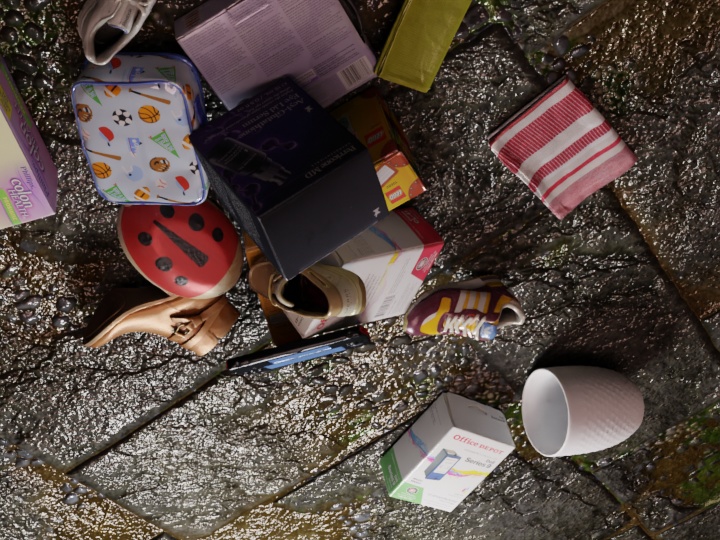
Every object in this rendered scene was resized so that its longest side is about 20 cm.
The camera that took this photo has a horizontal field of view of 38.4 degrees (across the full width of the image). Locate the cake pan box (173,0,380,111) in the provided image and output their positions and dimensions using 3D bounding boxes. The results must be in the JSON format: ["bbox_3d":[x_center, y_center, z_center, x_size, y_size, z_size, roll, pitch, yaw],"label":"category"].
[{"bbox_3d":[-0.093,-0.268,1.238,0.199,0.053,0.184,-29,134,12],"label":"cake pan box"}]

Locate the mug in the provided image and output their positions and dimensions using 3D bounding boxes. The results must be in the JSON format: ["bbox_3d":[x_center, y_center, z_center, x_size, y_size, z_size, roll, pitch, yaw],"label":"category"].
[{"bbox_3d":[0.377,0.243,1.782,0.174,0.149,0.200,-1,163,-23],"label":"mug"}]

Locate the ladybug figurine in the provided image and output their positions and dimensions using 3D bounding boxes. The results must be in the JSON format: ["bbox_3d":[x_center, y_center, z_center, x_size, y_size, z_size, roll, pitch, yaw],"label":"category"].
[{"bbox_3d":[-0.235,-0.034,1.372,0.199,0.072,0.136,37,89,-31],"label":"ladybug figurine"}]

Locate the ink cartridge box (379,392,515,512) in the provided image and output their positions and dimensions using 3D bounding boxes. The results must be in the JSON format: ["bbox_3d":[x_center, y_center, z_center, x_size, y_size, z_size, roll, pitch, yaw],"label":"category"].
[{"bbox_3d":[0.151,0.321,1.816,0.144,0.088,0.200,22,121,-30],"label":"ink cartridge box"}]

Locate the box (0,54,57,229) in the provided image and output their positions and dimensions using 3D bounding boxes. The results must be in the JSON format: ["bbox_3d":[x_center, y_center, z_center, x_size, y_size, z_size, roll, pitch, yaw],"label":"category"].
[{"bbox_3d":[-0.486,-0.134,1.222,0.198,0.097,0.177,-15,133,0],"label":"box"}]

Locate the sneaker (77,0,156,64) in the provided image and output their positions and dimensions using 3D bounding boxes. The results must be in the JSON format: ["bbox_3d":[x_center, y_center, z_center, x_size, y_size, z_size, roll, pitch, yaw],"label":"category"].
[{"bbox_3d":[-0.246,-0.307,1.135,0.074,0.087,0.200,21,122,-28],"label":"sneaker"}]

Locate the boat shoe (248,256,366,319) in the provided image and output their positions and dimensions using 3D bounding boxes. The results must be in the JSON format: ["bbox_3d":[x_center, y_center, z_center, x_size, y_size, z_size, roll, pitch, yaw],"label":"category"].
[{"bbox_3d":[-0.083,0.019,1.325,0.066,0.199,0.075,-15,107,-44],"label":"boat shoe"}]

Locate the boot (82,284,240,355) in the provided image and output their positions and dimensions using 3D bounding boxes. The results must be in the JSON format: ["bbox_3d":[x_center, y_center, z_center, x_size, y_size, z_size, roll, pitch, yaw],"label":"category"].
[{"bbox_3d":[-0.284,0.078,1.480,0.199,0.074,0.155,-36,126,14],"label":"boot"}]

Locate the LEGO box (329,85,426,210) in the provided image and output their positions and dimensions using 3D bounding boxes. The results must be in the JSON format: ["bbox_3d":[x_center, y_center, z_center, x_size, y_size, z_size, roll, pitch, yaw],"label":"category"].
[{"bbox_3d":[-0.034,-0.122,1.318,0.199,0.150,0.077,-28,133,12],"label":"LEGO box"}]

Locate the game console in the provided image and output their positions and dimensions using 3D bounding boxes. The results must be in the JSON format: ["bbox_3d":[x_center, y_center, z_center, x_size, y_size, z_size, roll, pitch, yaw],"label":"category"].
[{"bbox_3d":[-0.084,0.115,1.476,0.198,0.031,0.177,-15,176,1],"label":"game console"}]

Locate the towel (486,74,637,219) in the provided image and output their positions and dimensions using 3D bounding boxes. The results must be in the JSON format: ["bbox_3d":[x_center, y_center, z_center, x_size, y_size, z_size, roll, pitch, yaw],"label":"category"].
[{"bbox_3d":[0.285,-0.168,1.450,0.144,0.023,0.200,-38,130,18],"label":"towel"}]

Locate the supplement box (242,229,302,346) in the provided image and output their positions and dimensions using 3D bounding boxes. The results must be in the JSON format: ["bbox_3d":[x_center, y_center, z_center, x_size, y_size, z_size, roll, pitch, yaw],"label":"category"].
[{"bbox_3d":[-0.117,0.015,1.478,0.068,0.067,0.201,-15,134,-1],"label":"supplement box"}]

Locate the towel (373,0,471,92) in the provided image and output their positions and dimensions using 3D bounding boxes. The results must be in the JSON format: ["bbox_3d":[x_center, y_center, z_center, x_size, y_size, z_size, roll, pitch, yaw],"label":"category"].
[{"bbox_3d":[0.091,-0.313,1.237,0.085,0.018,0.201,12,116,-31],"label":"towel"}]

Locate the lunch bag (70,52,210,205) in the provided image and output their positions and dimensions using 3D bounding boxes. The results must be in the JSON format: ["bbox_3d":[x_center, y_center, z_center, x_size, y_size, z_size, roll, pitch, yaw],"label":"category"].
[{"bbox_3d":[-0.254,-0.166,1.251,0.158,0.076,0.201,0,135,6],"label":"lunch bag"}]

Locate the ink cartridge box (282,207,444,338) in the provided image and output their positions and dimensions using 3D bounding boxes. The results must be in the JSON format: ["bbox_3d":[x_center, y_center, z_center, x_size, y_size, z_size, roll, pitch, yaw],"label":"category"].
[{"bbox_3d":[0.000,0.000,1.433,0.199,0.086,0.148,-9,140,-42],"label":"ink cartridge box"}]

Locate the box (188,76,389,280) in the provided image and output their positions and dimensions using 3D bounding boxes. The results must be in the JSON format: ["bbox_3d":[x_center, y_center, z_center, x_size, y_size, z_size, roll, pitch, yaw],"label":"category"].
[{"bbox_3d":[-0.083,-0.110,1.187,0.147,0.200,0.105,-33,136,-12],"label":"box"}]

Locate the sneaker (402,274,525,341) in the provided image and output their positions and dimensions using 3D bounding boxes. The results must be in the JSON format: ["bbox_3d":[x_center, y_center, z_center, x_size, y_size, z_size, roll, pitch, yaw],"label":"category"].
[{"bbox_3d":[0.158,0.067,1.545,0.199,0.090,0.075,-18,141,-30],"label":"sneaker"}]
